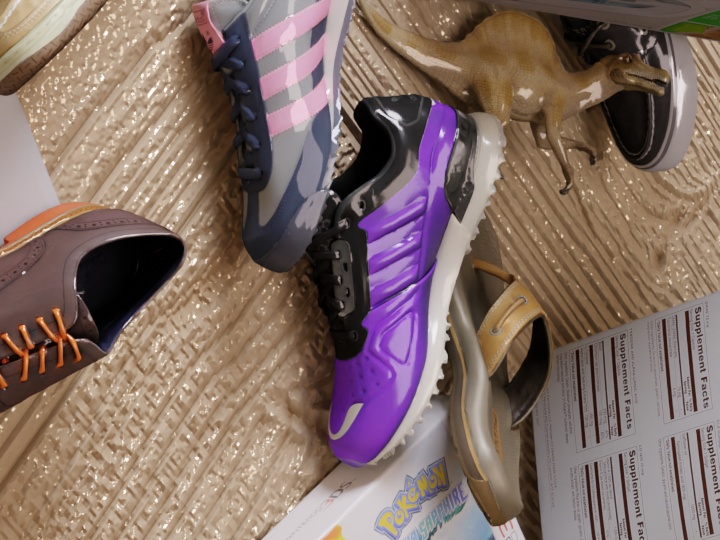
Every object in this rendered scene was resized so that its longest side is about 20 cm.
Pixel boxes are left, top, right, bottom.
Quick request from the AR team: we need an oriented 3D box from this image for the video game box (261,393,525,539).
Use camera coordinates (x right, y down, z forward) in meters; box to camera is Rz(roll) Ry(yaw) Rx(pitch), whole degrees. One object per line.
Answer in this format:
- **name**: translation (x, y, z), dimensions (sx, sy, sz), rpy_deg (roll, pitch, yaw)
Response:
- **video game box**: translation (0.018, 0.196, 1.521), dimensions (0.200, 0.047, 0.183), rpy_deg (-43, 117, -36)

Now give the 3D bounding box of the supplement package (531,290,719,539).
- **supplement package**: translation (0.235, 0.106, 1.602), dimensions (0.191, 0.199, 0.148), rpy_deg (17, 61, -44)

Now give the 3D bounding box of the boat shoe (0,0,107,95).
- **boat shoe**: translation (-0.145, -0.164, 1.330), dimensions (0.076, 0.072, 0.200), rpy_deg (44, 41, -18)

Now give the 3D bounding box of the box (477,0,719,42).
- **box**: translation (0.151, -0.193, 1.502), dimensions (0.199, 0.176, 0.097), rpy_deg (8, 85, -19)

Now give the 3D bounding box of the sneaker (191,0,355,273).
- **sneaker**: translation (-0.054, -0.102, 1.436), dimensions (0.082, 0.070, 0.201), rpy_deg (10, 81, -28)

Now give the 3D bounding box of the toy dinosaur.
- **toy dinosaur**: translation (0.072, -0.098, 1.566), dimensions (0.199, 0.058, 0.102), rpy_deg (10, 81, -23)

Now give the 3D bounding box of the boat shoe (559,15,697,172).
- **boat shoe**: translation (0.144, -0.154, 1.622), dimensions (0.066, 0.070, 0.201), rpy_deg (-10, 98, -36)

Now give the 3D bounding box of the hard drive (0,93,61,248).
- **hard drive**: translation (-0.203, -0.033, 1.306), dimensions (0.132, 0.027, 0.201), rpy_deg (-37, 117, -38)

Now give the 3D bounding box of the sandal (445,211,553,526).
- **sandal**: translation (0.078, 0.047, 1.524), dimensions (0.080, 0.054, 0.201), rpy_deg (55, 23, -46)

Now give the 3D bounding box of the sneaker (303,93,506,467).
- **sneaker**: translation (0.000, 0.000, 1.487), dimensions (0.099, 0.070, 0.201), rpy_deg (18, 86, -24)

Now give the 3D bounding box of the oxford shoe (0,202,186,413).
- **oxford shoe**: translation (-0.162, 0.028, 1.279), dimensions (0.200, 0.072, 0.071), rpy_deg (-42, 120, -36)
